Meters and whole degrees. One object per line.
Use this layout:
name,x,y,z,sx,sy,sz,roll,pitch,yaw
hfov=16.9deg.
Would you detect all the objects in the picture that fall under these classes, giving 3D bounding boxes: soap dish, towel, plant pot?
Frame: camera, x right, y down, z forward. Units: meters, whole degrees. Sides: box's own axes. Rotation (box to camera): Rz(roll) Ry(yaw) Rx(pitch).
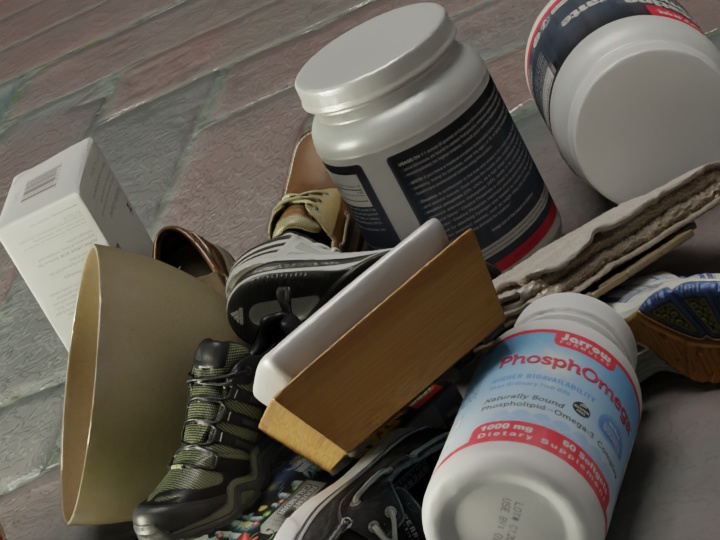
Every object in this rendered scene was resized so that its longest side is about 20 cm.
soap dish,0.010,0.053,1.511,0.157,0.081,0.200,-40,-3,-9
towel,0.153,-0.012,1.642,0.199,0.035,0.132,-30,2,-31
plant pot,-0.137,0.087,1.734,0.133,0.202,0.200,6,18,-12

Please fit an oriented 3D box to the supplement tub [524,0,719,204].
supplement tub,0.205,-0.136,1.825,0.140,0.141,0.200,-27,21,5

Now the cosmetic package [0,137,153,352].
cosmetic package,-0.204,0.012,1.928,0.081,0.201,0.113,-25,24,12

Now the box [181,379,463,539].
box,-0.035,0.141,1.645,0.200,0.040,0.137,-39,24,-25

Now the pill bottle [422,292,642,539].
pill bottle,0.111,0.100,1.459,0.108,0.109,0.200,-18,24,26

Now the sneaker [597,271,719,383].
sneaker,0.206,0.026,1.554,0.199,0.076,0.088,-10,25,36

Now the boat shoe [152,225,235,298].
boat shoe,-0.121,0.039,1.875,0.076,0.072,0.200,-38,43,7

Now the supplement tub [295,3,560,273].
supplement tub,0.051,-0.081,1.792,0.140,0.201,0.141,-24,22,10

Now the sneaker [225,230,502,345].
sneaker,0.000,0.000,1.731,0.199,0.076,0.115,-2,24,-7

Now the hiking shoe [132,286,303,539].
hiking shoe,-0.097,0.099,1.622,0.075,0.101,0.200,-8,28,46

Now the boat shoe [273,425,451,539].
boat shoe,0.013,0.162,1.507,0.068,0.072,0.200,-11,21,42

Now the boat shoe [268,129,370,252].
boat shoe,-0.033,-0.027,1.861,0.075,0.074,0.201,-16,56,22

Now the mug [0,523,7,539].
mug,-0.353,0.247,1.745,0.199,0.178,0.133,-23,-15,3

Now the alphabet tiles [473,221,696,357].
alphabet tiles,0.136,0.021,1.646,0.166,0.006,0.200,-31,2,-34
